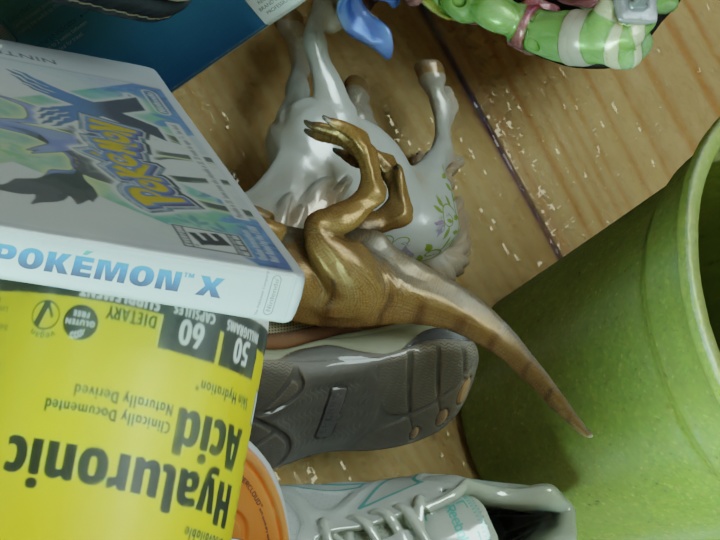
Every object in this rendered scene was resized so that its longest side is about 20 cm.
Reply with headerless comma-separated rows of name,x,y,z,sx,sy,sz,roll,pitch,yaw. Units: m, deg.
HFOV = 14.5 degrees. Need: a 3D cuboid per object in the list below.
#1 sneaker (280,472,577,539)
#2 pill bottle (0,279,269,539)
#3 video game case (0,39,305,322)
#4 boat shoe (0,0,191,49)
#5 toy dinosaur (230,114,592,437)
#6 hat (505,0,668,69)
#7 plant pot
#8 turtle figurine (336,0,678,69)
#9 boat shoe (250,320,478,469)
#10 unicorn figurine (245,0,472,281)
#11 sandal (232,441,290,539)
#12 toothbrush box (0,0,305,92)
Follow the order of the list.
sneaker,0.008,0.113,1.177,0.199,0.080,0.071,-9,80,-43
pill bottle,-0.101,0.095,1.005,0.111,0.111,0.201,18,77,-37
video game case,-0.131,-0.044,0.986,0.181,0.022,0.200,9,21,-24
boat shoe,-0.154,-0.133,1.053,0.199,0.062,0.075,18,37,-16
toy dinosaur,0.000,0.000,1.147,0.199,0.060,0.107,11,79,-8
hat,0.070,-0.177,1.359,0.200,0.081,0.202,18,63,-40
plant pot,0.150,0.045,1.264,0.200,0.184,0.202,18,61,-36
turtle figurine,0.097,-0.161,1.203,0.144,0.200,0.194,42,25,15
boat shoe,-0.047,0.039,1.172,0.199,0.076,0.072,-3,42,-35
unicorn figurine,-0.013,-0.049,1.230,0.199,0.074,0.138,20,55,-33
sandal,-0.046,0.165,1.072,0.079,0.059,0.208,7,85,-43
toothbrush box,-0.116,-0.169,1.125,0.200,0.146,0.085,49,30,-14
